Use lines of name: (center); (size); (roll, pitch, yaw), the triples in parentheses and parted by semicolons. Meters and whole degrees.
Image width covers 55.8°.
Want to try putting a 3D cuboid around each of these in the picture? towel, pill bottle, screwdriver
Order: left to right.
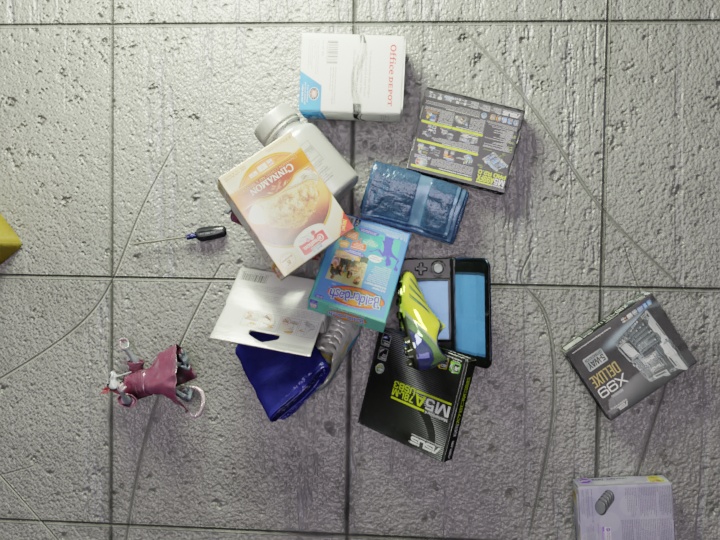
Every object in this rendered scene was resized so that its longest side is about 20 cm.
screwdriver: (-0.364, -0.062, 1.364); (0.196, 0.028, 0.030); (-12, 120, 6)
towel: (-0.149, 0.175, 1.296); (0.147, 0.050, 0.200); (-42, 48, 1)
pill bottle: (-0.106, -0.213, 1.296); (0.114, 0.114, 0.201); (-41, 88, 4)
towel: (0.101, -0.131, 1.308); (0.197, 0.049, 0.114); (18, 105, 4)

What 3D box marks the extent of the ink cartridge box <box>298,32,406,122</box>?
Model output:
ink cartridge box: (-0.013, -0.366, 1.299); (0.196, 0.084, 0.148); (4, 92, 4)

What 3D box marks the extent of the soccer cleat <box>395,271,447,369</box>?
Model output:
soccer cleat: (0.112, 0.091, 1.256); (0.082, 0.065, 0.203); (-6, 55, -4)

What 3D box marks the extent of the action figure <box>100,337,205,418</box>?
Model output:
action figure: (-0.421, 0.220, 1.358); (0.197, 0.135, 0.150); (-14, 134, 16)

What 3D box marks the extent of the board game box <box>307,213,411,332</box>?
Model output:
board game box: (0.000, 0.000, 1.282); (0.149, 0.045, 0.203); (17, 60, 3)

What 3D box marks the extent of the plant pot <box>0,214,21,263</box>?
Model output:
plant pot: (-0.831, -0.065, 1.308); (0.195, 0.200, 0.195); (-39, 89, 5)

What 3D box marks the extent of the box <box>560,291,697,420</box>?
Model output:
box: (0.508, 0.162, 1.298); (0.198, 0.050, 0.159); (-34, 90, 4)

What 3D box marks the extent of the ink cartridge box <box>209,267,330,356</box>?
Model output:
ink cartridge box: (-0.160, 0.086, 1.282); (0.196, 0.045, 0.178); (9, 50, 10)

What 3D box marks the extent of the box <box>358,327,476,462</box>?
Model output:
box: (0.103, 0.230, 1.284); (0.198, 0.047, 0.197); (18, 95, 33)

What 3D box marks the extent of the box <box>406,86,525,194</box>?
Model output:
box: (0.201, -0.249, 1.309); (0.196, 0.044, 0.163); (14, 93, 4)

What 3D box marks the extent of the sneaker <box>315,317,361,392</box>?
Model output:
sneaker: (-0.053, 0.144, 1.321); (0.075, 0.081, 0.203); (23, 92, 4)

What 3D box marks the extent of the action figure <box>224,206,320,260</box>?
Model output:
action figure: (-0.151, -0.090, 1.300); (0.199, 0.134, 0.150); (34, 75, -14)

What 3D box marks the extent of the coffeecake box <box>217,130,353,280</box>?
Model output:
coffeecake box: (-0.132, -0.110, 1.189); (0.153, 0.073, 0.202); (-35, 93, -14)

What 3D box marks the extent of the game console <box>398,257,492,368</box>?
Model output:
game console: (0.156, 0.078, 1.286); (0.167, 0.118, 0.204); (-1, 91, 4)

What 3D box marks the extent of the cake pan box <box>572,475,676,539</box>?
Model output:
cake pan box: (0.507, 0.503, 1.309); (0.180, 0.052, 0.204); (-5, 91, 6)
